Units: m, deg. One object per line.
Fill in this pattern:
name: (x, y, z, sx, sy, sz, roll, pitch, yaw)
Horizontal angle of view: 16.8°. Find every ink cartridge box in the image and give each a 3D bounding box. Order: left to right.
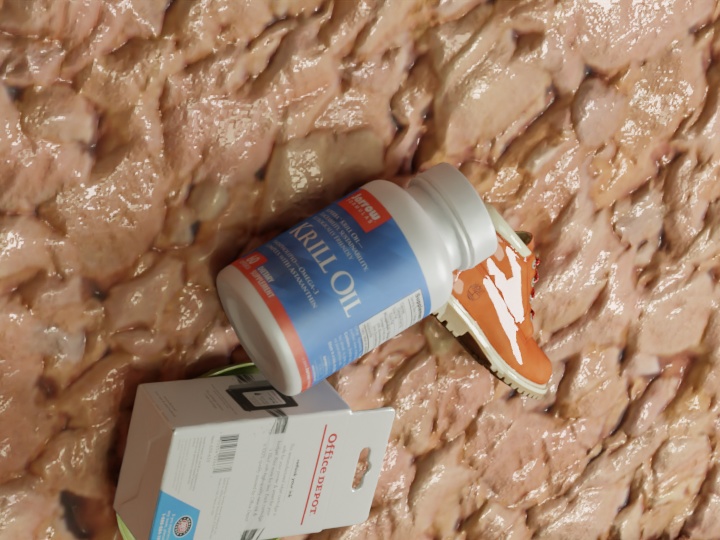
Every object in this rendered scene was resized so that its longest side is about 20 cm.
ink cartridge box: (-0.082, 0.144, 1.889, 0.199, 0.067, 0.116, -4, 121, -33)

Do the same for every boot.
boot: (0.119, 0.027, 1.993, 0.107, 0.075, 0.200, -48, 134, -5)

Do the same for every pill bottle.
pill bottle: (0.000, 0.000, 1.859, 0.199, 0.112, 0.113, -32, 133, -15)

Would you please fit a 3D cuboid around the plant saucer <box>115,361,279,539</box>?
plant saucer: (-0.110, 0.151, 1.942, 0.199, 0.031, 0.201, -18, 128, -24)
